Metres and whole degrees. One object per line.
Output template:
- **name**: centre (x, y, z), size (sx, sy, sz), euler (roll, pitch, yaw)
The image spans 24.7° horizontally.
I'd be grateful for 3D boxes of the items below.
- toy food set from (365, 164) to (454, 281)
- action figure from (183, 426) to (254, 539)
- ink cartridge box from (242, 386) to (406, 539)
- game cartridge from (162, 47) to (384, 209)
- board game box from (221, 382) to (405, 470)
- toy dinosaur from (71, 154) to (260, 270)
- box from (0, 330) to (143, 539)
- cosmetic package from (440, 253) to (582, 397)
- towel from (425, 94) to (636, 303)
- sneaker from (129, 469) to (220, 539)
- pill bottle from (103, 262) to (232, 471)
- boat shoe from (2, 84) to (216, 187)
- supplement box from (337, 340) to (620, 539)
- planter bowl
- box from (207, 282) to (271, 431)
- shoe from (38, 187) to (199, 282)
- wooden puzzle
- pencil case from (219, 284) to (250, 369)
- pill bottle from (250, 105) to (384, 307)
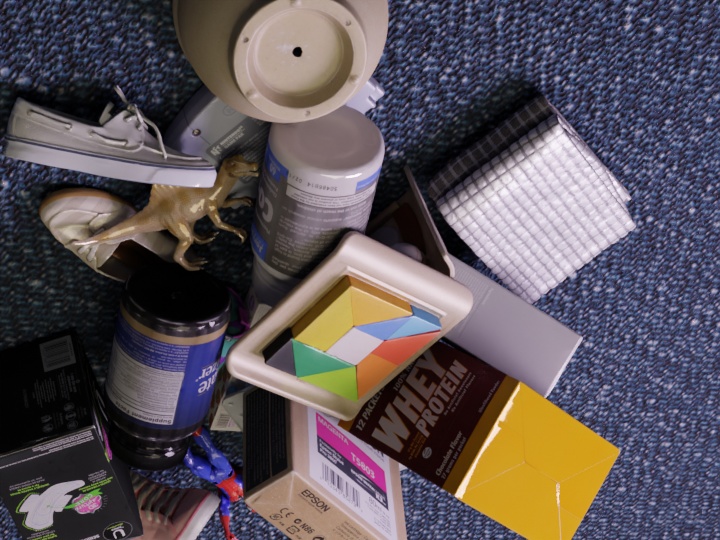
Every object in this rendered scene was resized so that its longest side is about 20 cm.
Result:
- **toy food set**: centre (0.000, 0.000, 1.716), size (0.200, 0.144, 0.060), euler (-39, 135, 18)
- **action figure**: centre (-0.167, 0.252, 1.932), size (0.065, 0.099, 0.200), euler (-31, 137, 11)
- **ink cartridge box**: centre (-0.038, 0.225, 1.778), size (0.075, 0.165, 0.200), euler (-33, 125, 22)
- **game cartridge**: centre (-0.090, -0.155, 1.614), size (0.200, 0.041, 0.133), euler (-36, 137, 14)
- **board game box**: centre (-0.024, 0.167, 1.856), size (0.199, 0.026, 0.200), euler (-23, 127, 14)
- **toy dinosaur**: centre (-0.180, -0.055, 1.637), size (0.199, 0.058, 0.101), euler (-26, 123, 9)
- **box**: centre (-0.327, 0.195, 1.776), size (0.124, 0.149, 0.200), euler (-17, 135, -4)
- **cosmetic package**: centre (0.132, 0.055, 1.765), size (0.090, 0.200, 0.107), euler (-55, 174, -3)
- **towel**: centre (0.185, -0.078, 1.758), size (0.165, 0.086, 0.200), euler (-38, 134, 11)
- **sneaker**: centre (-0.239, 0.275, 1.890), size (0.105, 0.075, 0.200), euler (40, 150, -9)
- **pill bottle**: centre (-0.202, 0.101, 1.674), size (0.111, 0.112, 0.201), euler (1, 125, -21)
- **boat shoe**: centre (-0.231, -0.131, 1.553), size (0.201, 0.075, 0.086), euler (10, 94, -7)
- **supplement box**: centre (0.125, 0.178, 1.751), size (0.197, 0.200, 0.133), euler (34, 84, -41)
- **planter bowl**: centre (-0.063, -0.213, 1.468), size (0.199, 0.135, 0.201), euler (-5, 122, -9)
- **box**: centre (-0.128, 0.099, 1.837), size (0.041, 0.039, 0.200), euler (4, 130, -23)
- **shoe**: centre (-0.237, -0.025, 1.669), size (0.200, 0.053, 0.070), euler (27, 118, -37)
- **wooden puzzle**: centre (-0.008, 0.065, 1.645), size (0.185, 0.037, 0.200), euler (25, 119, -38)
- **pencil case**: centre (-0.194, 0.110, 1.791), size (0.092, 0.085, 0.200), euler (22, 123, -17)
- **pill bottle**: centre (-0.048, -0.057, 1.618), size (0.113, 0.114, 0.200), euler (-3, 135, -18)
